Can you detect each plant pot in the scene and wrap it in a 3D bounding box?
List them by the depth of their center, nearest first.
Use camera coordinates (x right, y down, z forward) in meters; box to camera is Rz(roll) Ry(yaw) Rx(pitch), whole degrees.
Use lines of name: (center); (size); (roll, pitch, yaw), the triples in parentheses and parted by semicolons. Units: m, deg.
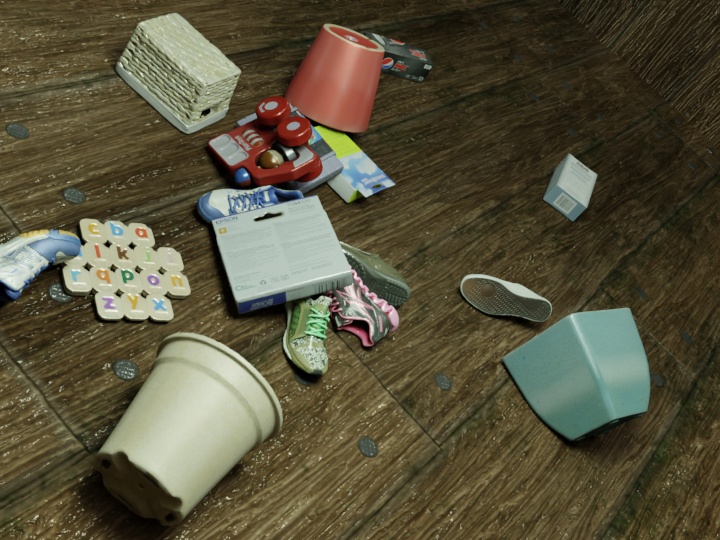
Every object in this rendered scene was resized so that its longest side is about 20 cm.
plant pot: (-0.233, 0.215, 1.117); (0.200, 0.200, 0.184); (38, 49, 0)
plant pot: (0.430, 0.207, 1.648); (0.196, 0.196, 0.200); (-3, 63, -41)
plant pot: (-0.046, -0.420, 1.868); (0.200, 0.177, 0.200); (19, 24, -9)

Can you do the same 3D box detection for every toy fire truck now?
toy fire truck: (-0.175, -0.220, 1.616); (0.168, 0.112, 0.200); (-31, 49, -14)

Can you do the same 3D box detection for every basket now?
basket: (-0.346, -0.384, 1.674); (0.200, 0.123, 0.136); (43, 39, 5)

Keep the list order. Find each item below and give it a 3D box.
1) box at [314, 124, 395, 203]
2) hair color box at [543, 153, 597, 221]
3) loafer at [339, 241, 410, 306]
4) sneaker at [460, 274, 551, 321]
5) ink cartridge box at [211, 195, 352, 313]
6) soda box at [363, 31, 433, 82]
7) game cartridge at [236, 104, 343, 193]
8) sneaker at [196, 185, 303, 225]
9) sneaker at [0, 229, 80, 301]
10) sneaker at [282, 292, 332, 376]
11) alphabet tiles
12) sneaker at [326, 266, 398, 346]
box: (-0.035, -0.221, 1.817); (0.200, 0.048, 0.122); (46, 38, 12)
hair color box: (0.553, -0.220, 2.280); (0.099, 0.061, 0.200); (37, 38, -2)
loafer: (0.000, 0.000, 1.611); (0.200, 0.075, 0.070); (30, 26, -18)
sneaker: (0.291, 0.055, 1.799); (0.200, 0.073, 0.085); (20, 10, -13)
ink cartridge box: (-0.136, -0.031, 1.470); (0.196, 0.043, 0.200); (-14, 47, -11)
soda box: (0.087, -0.550, 2.242); (0.200, 0.063, 0.071); (7, 47, -35)
game cartridge: (-0.140, -0.249, 1.740); (0.130, 0.038, 0.200); (-34, 74, -23)
sneaker: (-0.193, -0.125, 1.550); (0.200, 0.088, 0.075); (-4, 70, -39)
sneaker: (-0.482, 0.002, 1.212); (0.200, 0.075, 0.088); (-16, 73, -39)
sneaker: (-0.080, 0.081, 1.438); (0.077, 0.089, 0.200); (14, 44, -28)
alphabet tiles: (-0.367, 0.000, 1.351); (0.200, 0.015, 0.196); (3, 50, -36)
sneaker: (-0.029, 0.058, 1.527); (0.200, 0.079, 0.095); (39, 49, 3)
